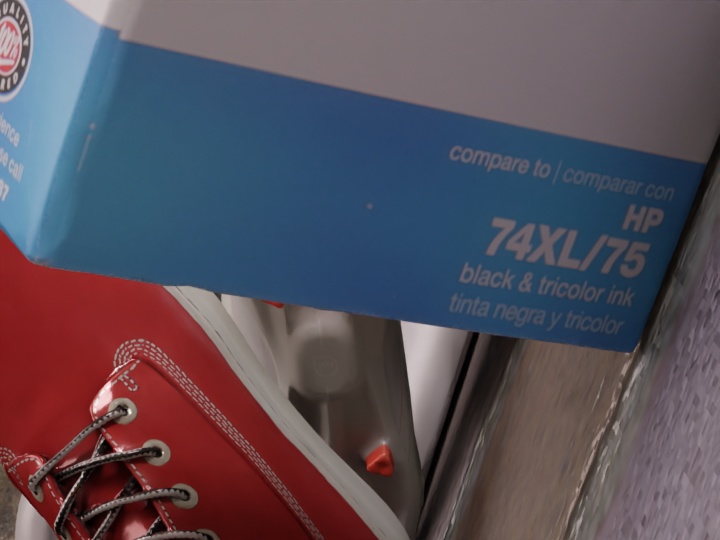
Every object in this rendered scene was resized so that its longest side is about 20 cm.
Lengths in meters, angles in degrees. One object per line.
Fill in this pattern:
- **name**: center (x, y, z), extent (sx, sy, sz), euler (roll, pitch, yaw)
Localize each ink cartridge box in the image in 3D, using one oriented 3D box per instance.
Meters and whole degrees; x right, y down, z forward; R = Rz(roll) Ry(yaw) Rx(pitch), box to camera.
- **ink cartridge box**: center (-0.001, -0.110, 0.465), extent (0.147, 0.145, 0.201), euler (41, 116, 52)

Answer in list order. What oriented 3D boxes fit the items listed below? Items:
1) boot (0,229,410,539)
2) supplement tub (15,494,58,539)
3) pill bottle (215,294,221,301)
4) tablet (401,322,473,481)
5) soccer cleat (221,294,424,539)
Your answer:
- **boot**: center (-0.061, 0.063, 0.603), extent (0.072, 0.200, 0.144), euler (-42, 14, 18)
- **supplement tub**: center (-0.095, 0.126, 1.123), extent (0.200, 0.139, 0.141), euler (146, 142, -84)
- **pill bottle**: center (-0.059, 0.012, 0.938), extent (0.111, 0.110, 0.202), euler (148, 125, -84)
- **tablet**: center (0.000, 0.000, 0.805), extent (0.130, 0.014, 0.201), euler (12, 83, 52)
- **soccer cleat**: center (-0.015, 0.031, 0.714), extent (0.078, 0.069, 0.201), euler (-93, 4, -59)
